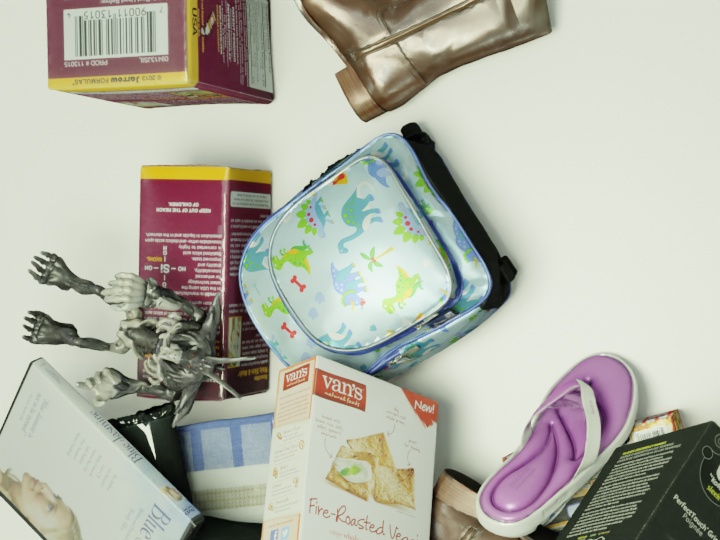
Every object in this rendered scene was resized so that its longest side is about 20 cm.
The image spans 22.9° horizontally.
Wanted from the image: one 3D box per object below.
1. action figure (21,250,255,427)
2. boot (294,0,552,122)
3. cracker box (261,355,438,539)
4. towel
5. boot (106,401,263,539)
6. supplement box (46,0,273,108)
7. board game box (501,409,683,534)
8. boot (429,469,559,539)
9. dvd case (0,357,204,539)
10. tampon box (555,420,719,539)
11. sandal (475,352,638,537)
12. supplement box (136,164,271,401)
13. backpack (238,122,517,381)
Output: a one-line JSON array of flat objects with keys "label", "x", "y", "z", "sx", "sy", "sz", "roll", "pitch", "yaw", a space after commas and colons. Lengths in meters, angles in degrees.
[{"label": "action figure", "x": -0.191, "y": 0.057, "z": 1.466, "sx": 0.199, "sy": 0.102, "sz": 0.119, "roll": 19, "pitch": 97, "yaw": 24}, {"label": "boot", "x": 0.050, "y": -0.248, "z": 1.522, "sx": 0.199, "sy": 0.064, "sz": 0.187, "roll": -27, "pitch": 96, "yaw": 18}, {"label": "cracker box", "x": -0.008, "y": 0.184, "z": 1.430, "sx": 0.058, "sy": 0.134, "sz": 0.201, "roll": -24, "pitch": 53, "yaw": 45}, {"label": "towel", "x": -0.118, "y": 0.229, "z": 1.532, "sx": 0.146, "sy": 0.024, "sz": 0.201, "roll": -9, "pitch": 85, "yaw": 19}, {"label": "boot", "x": -0.153, "y": 0.192, "z": 1.495, "sx": 0.197, "sy": 0.073, "sz": 0.163, "roll": -18, "pitch": 85, "yaw": 25}, {"label": "supplement box", "x": -0.167, "y": -0.197, "z": 1.516, "sx": 0.130, "sy": 0.200, "sz": 0.104, "roll": -1, "pitch": 90, "yaw": 16}, {"label": "board game box", "x": 0.219, "y": 0.233, "z": 1.488, "sx": 0.151, "sy": 0.046, "sz": 0.201, "roll": -16, "pitch": 86, "yaw": 16}, {"label": "boot", "x": 0.092, "y": 0.294, "z": 1.465, "sx": 0.186, "sy": 0.064, "sz": 0.201, "roll": 33, "pitch": 100, "yaw": 31}, {"label": "dvd case", "x": -0.225, "y": 0.187, "z": 1.470, "sx": 0.200, "sy": 0.018, "sz": 0.143, "roll": 41, "pitch": 125, "yaw": 17}, {"label": "tampon box", "x": 0.230, "y": 0.242, "z": 1.340, "sx": 0.150, "sy": 0.126, "sz": 0.200, "roll": 46, "pitch": 59, "yaw": -10}, {"label": "sandal", "x": 0.164, "y": 0.133, "z": 1.441, "sx": 0.082, "sy": 0.050, "sz": 0.203, "roll": 17, "pitch": 51, "yaw": 29}, {"label": "supplement box", "x": -0.136, "y": 0.010, "z": 1.557, "sx": 0.085, "sy": 0.110, "sz": 0.201, "roll": 2, "pitch": 91, "yaw": 18}, {"label": "backpack", "x": 0.000, "y": 0.000, "z": 1.499, "sx": 0.200, "sy": 0.147, "sz": 0.183, "roll": -35, "pitch": 78, "yaw": 18}]
